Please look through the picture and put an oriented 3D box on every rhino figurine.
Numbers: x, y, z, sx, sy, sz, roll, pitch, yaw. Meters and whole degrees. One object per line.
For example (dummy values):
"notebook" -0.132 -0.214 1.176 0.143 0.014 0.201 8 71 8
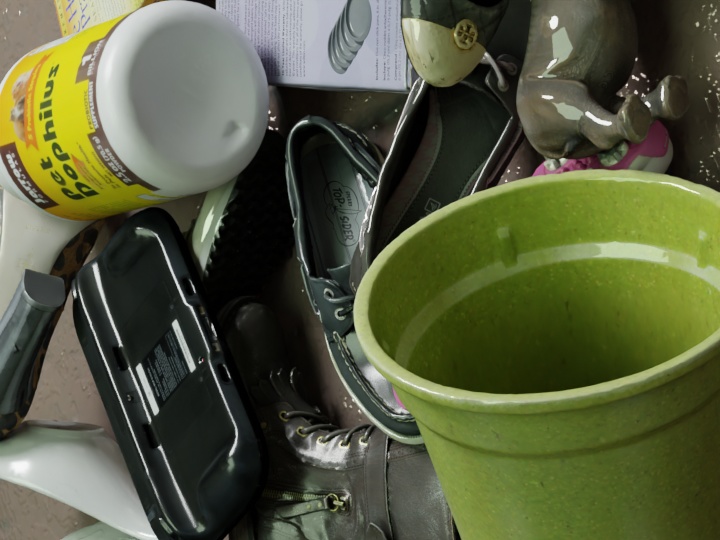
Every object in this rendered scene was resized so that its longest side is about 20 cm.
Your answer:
"rhino figurine" 0.121 -0.147 1.491 0.087 0.060 0.201 -13 63 42

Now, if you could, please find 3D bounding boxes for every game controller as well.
"game controller" -0.111 0.063 1.688 0.104 0.042 0.201 -42 57 31

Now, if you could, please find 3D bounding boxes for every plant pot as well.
"plant pot" 0.109 0.081 1.424 0.200 0.200 0.185 24 136 44

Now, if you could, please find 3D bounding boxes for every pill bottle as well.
"pill bottle" -0.144 -0.088 1.705 0.200 0.109 0.110 -12 83 58

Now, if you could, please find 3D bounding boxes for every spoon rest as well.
"spoon rest" -0.150 0.130 1.793 0.199 0.099 0.061 6 93 37

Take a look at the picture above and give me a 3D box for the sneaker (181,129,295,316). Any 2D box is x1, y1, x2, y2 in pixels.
"sneaker" -0.101 -0.001 1.742 0.093 0.070 0.201 32 117 35

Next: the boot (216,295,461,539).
"boot" -0.001 0.099 1.653 0.174 0.069 0.201 -16 81 40

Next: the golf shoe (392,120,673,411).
"golf shoe" 0.103 0.007 1.530 0.200 0.091 0.075 -49 26 13

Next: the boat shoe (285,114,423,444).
"boat shoe" 0.002 -0.001 1.610 0.074 0.066 0.200 -19 63 12

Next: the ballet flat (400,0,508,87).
"ballet flat" 0.071 -0.188 1.473 0.057 0.066 0.201 20 90 48

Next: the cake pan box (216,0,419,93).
"cake pan box" -0.012 -0.200 1.648 0.184 0.052 0.201 4 95 49

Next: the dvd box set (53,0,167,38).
"dvd box set" -0.138 -0.216 1.766 0.200 0.029 0.147 -48 49 50

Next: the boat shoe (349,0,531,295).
"boat shoe" 0.051 -0.068 1.546 0.057 0.067 0.201 -128 62 -89

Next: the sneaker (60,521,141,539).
"sneaker" -0.147 0.194 1.780 0.199 0.099 0.075 2 95 49

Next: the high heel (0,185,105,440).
"high heel" -0.216 0.013 1.830 0.200 0.071 0.143 -87 22 -54
